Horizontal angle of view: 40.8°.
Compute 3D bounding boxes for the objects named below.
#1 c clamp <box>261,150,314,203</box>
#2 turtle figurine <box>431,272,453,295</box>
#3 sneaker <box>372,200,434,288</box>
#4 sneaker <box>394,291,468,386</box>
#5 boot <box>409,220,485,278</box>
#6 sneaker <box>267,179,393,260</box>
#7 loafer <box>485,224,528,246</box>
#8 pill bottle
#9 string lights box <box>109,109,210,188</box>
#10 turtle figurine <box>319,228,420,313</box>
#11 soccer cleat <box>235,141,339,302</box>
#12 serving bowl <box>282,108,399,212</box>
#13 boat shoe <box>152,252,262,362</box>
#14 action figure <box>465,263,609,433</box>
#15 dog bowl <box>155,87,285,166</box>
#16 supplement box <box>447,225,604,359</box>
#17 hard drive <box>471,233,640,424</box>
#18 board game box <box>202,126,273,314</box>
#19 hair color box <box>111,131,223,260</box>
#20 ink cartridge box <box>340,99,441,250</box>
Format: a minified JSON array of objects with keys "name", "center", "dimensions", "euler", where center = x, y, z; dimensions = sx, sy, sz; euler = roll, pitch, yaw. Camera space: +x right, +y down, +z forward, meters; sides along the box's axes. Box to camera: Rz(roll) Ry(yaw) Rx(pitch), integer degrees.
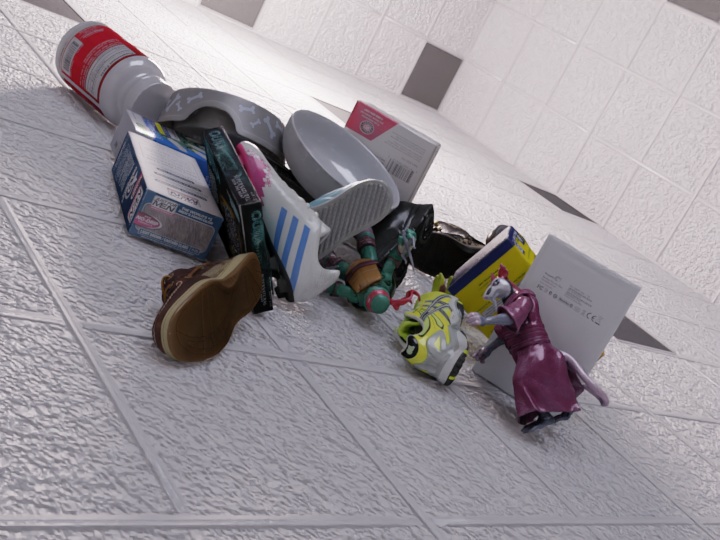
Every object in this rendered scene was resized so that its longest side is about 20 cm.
[{"name":"c clamp","center":[-0.111,-0.080,1.317],"dimensions":[0.199,0.027,0.173],"euler":[23,47,-51]},{"name":"turtle figurine","center":[0.187,0.050,1.462],"dimensions":[0.159,0.065,0.200],"euler":[17,10,-20]},{"name":"sneaker","center":[0.035,-0.037,1.398],"dimensions":[0.090,0.077,0.200],"euler":[16,36,21]},{"name":"sneaker","center":[0.084,0.067,1.208],"dimensions":[0.076,0.076,0.200],"euler":[26,14,-11]},{"name":"boot","center":[0.139,-0.040,1.648],"dimensions":[0.197,0.074,0.151],"euler":[8,14,-20]},{"name":"sneaker","center":[-0.051,-0.053,1.215],"dimensions":[0.082,0.197,0.075],"euler":[-144,-147,-86]},{"name":"loafer","center":[0.246,0.014,1.579],"dimensions":[0.070,0.073,0.202],"euler":[3,-50,47]},{"name":"pill bottle","center":[-0.365,-0.286,1.458],"dimensions":[0.199,0.113,0.112],"euler":[39,18,31]},{"name":"string lights box","center":[-0.237,-0.143,1.331],"dimensions":[0.198,0.060,0.103],"euler":[21,16,-30]},{"name":"turtle figurine","center":[0.000,0.000,1.239],"dimensions":[0.148,0.102,0.200],"euler":[-19,28,-10]},{"name":"soccer cleat","center":[-0.087,-0.062,1.144],"dimensions":[0.070,0.085,0.203],"euler":[142,-72,-75]},{"name":"serving bowl","center":[-0.038,-0.139,1.386],"dimensions":[0.199,0.066,0.201],"euler":[36,25,-19]},{"name":"boat shoe","center":[-0.159,0.032,0.934],"dimensions":[0.071,0.073,0.200],"euler":[1,21,16]},{"name":"action figure","center":[0.205,0.085,1.160],"dimensions":[0.134,0.147,0.203],"euler":[50,25,-79]},{"name":"dog bowl","center":[-0.197,-0.201,1.401],"dimensions":[0.197,0.060,0.200],"euler":[14,-13,3]},{"name":"supplement box","center":[0.224,0.056,1.307],"dimensions":[0.201,0.109,0.109],"euler":[50,16,-2]},{"name":"hard drive","center":[0.246,0.075,1.226],"dimensions":[0.131,0.202,0.026],"euler":[31,15,13]},{"name":"board game box","center":[-0.140,-0.062,1.099],"dimensions":[0.028,0.137,0.201],"euler":[-12,34,-14]},{"name":"hair color box","center":[-0.238,-0.093,1.171],"dimensions":[0.099,0.061,0.200],"euler":[21,17,-28]},{"name":"ink cartridge box","center":[0.017,-0.142,1.514],"dimensions":[0.145,0.202,0.083],"euler":[30,12,5]}]
